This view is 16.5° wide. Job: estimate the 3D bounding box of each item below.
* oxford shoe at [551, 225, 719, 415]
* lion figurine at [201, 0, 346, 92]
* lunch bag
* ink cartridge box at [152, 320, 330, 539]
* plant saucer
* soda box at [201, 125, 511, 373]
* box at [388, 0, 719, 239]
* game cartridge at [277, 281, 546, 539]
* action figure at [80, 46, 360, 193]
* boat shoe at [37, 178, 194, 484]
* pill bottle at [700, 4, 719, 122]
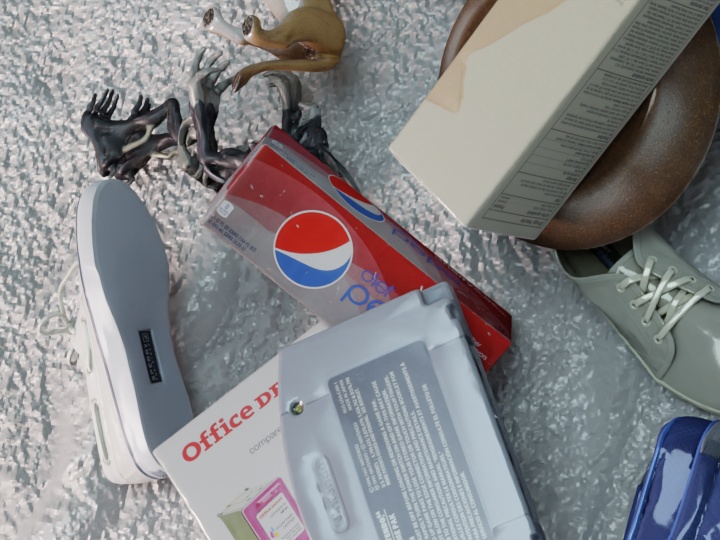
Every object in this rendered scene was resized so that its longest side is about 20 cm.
[{"bbox_3d":[0.188,0.021,1.538,0.075,0.058,0.200,-45,64,-2],"label":"oxford shoe"},{"bbox_3d":[-0.043,-0.190,1.658,0.072,0.122,0.201,-32,51,45],"label":"lion figurine"},{"bbox_3d":[0.210,0.177,1.429,0.132,0.136,0.201,12,76,23],"label":"lunch bag"},{"bbox_3d":[-0.016,0.154,1.549,0.144,0.085,0.200,-37,63,4],"label":"ink cartridge box"},{"bbox_3d":[0.126,-0.114,1.534,0.199,0.037,0.202,-2,86,32],"label":"plant saucer"},{"bbox_3d":[0.000,0.000,1.552,0.200,0.063,0.070,39,103,-7],"label":"soda box"},{"bbox_3d":[0.118,-0.120,1.465,0.078,0.095,0.200,47,109,26],"label":"box"},{"bbox_3d":[0.026,0.120,1.481,0.133,0.042,0.201,-25,66,13],"label":"game cartridge"},{"bbox_3d":[-0.085,-0.094,1.646,0.199,0.119,0.103,7,83,28],"label":"action figure"},{"bbox_3d":[-0.169,0.045,1.649,0.086,0.074,0.203,-19,82,36],"label":"boat shoe"},{"bbox_3d":[0.247,-0.153,1.547,0.112,0.112,0.200,-39,63,3],"label":"pill bottle"}]
